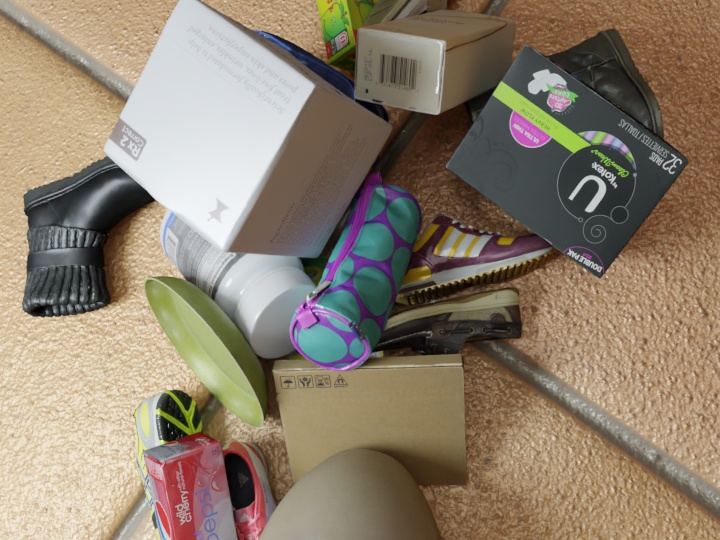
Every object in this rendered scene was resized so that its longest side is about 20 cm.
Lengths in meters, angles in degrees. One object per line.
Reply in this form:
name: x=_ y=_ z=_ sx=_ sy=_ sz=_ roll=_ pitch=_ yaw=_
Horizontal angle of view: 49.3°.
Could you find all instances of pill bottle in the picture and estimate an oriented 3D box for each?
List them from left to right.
pill bottle: x=-0.132 y=-0.002 z=0.872 sx=0.114 sy=0.114 sz=0.200 roll=-44 pitch=55 yaw=-4

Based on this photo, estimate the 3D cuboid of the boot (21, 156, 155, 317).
boot: x=-0.317 y=-0.038 z=0.953 sx=0.207 sy=0.079 sz=0.161 roll=-18 pitch=67 yaw=14

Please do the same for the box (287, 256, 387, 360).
box: x=-0.026 y=0.083 z=0.900 sx=0.114 sy=0.048 sz=0.205 roll=-4 pitch=78 yaw=8

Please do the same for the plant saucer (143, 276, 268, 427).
plant saucer: x=-0.161 y=0.082 z=0.851 sx=0.200 sy=0.201 sz=0.031 roll=43 pitch=64 yaw=16

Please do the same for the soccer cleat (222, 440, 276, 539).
soccer cleat: x=-0.112 y=0.284 z=0.848 sx=0.067 sy=0.073 sz=0.204 roll=-21 pitch=74 yaw=2

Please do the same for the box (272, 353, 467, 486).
box: x=0.014 y=0.164 z=0.831 sx=0.195 sy=0.167 sz=0.021 roll=-3 pitch=31 yaw=6

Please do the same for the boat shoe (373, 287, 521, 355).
boat shoe: x=0.092 y=0.067 z=0.855 sx=0.196 sy=0.073 sz=0.066 roll=-14 pitch=81 yaw=-14

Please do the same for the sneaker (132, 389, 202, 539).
sneaker: x=-0.211 y=0.239 z=0.885 sx=0.075 sy=0.075 sz=0.205 roll=-15 pitch=78 yaw=40

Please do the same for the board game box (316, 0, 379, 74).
board game box: x=-0.008 y=-0.342 z=0.971 sx=0.047 sy=0.100 sz=0.205 roll=-23 pitch=71 yaw=38

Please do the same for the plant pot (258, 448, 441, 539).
plant pot: x=-0.003 y=0.264 z=0.793 sx=0.195 sy=0.203 sz=0.136 roll=4 pitch=44 yaw=9

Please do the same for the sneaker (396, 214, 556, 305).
sneaker: x=0.123 y=-0.029 z=0.893 sx=0.195 sy=0.075 sz=0.092 roll=-15 pitch=75 yaw=2

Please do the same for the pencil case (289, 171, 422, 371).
pencil case: x=0.000 y=0.000 z=0.808 sx=0.084 sy=0.093 sz=0.202 roll=-10 pitch=40 yaw=35

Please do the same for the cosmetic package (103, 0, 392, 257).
cosmetic package: x=-0.100 y=-0.127 z=0.760 sx=0.164 sy=0.199 sz=0.167 roll=36 pitch=102 yaw=17

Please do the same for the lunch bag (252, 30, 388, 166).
lunch bag: x=-0.061 y=-0.175 z=0.924 sx=0.198 sy=0.132 sz=0.138 roll=35 pitch=102 yaw=18

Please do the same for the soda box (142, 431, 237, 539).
soda box: x=-0.168 y=0.279 z=0.817 sx=0.069 sy=0.063 sz=0.205 roll=-13 pitch=97 yaw=-31

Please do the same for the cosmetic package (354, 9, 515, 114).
cosmetic package: x=0.084 y=-0.228 z=0.841 sx=0.102 sy=0.199 sz=0.075 roll=16 pitch=119 yaw=24

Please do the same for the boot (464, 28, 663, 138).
boot: x=0.230 y=-0.185 z=0.918 sx=0.196 sy=0.073 sz=0.185 roll=-18 pitch=62 yaw=-3

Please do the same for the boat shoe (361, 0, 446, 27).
boat shoe: x=0.071 y=-0.320 z=0.941 sx=0.074 sy=0.069 sz=0.201 roll=-9 pitch=39 yaw=48

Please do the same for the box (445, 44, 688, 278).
box: x=0.216 y=-0.120 z=0.836 sx=0.198 sy=0.124 sz=0.150 roll=35 pitch=108 yaw=5
